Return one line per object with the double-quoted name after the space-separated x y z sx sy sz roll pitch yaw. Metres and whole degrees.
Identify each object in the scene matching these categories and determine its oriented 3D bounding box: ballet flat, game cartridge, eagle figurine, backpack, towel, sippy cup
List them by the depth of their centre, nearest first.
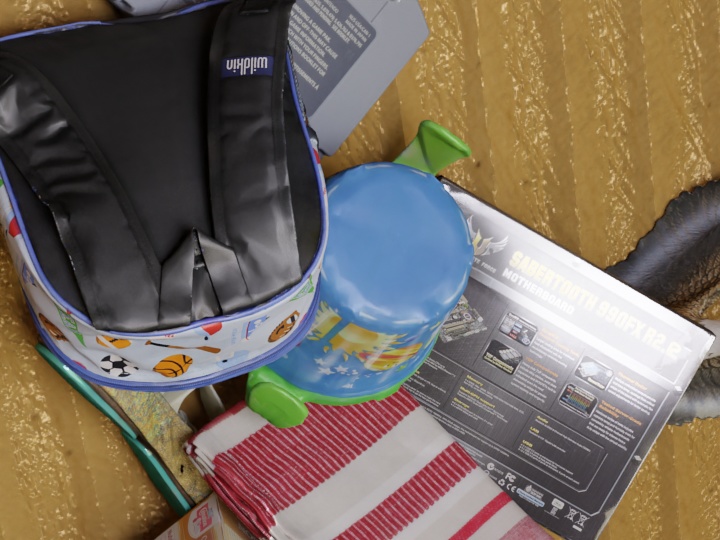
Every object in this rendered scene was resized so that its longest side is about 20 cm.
-0.106 -0.032 1.142 0.199 0.191 0.154 -14 147 -7 "backpack"
-0.051 -0.158 1.234 0.133 0.042 0.200 -54 131 -7 "game cartridge"
0.000 0.000 1.251 0.139 0.130 0.178 0 77 -17 "sippy cup"
0.011 0.135 1.274 0.144 0.200 0.023 -35 163 -37 "towel"
-0.121 0.076 1.283 0.071 0.071 0.200 -43 136 -10 "ballet flat"
0.222 0.038 1.456 0.200 0.151 0.152 -22 137 -35 "eagle figurine"

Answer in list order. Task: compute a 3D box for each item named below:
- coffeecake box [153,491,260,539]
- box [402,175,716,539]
-0.109 0.255 1.317 0.200 0.073 0.154 -39 117 10 "coffeecake box"
0.095 0.057 1.364 0.200 0.048 0.159 29 94 -1 "box"
